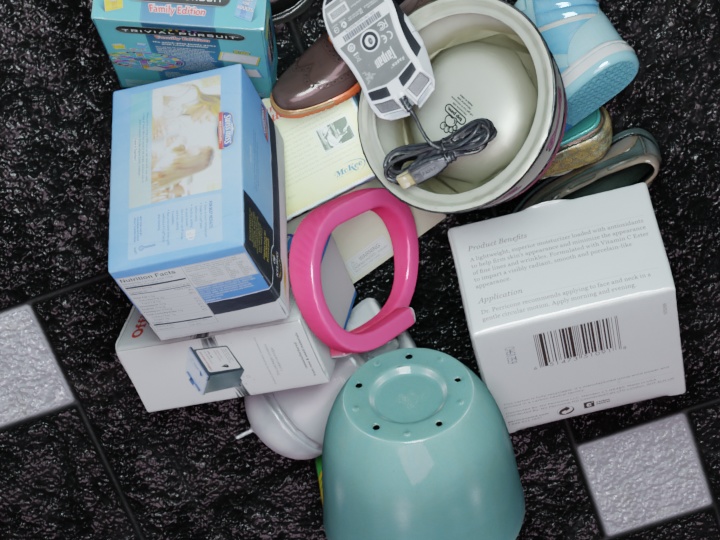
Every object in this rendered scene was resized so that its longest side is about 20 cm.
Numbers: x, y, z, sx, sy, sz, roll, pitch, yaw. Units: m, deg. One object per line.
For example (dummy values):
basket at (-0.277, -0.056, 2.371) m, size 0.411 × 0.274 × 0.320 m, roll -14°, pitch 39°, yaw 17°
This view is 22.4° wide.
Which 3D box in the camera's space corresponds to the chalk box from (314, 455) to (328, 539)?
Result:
chalk box at (0.038, 0.265, 1.857) m, size 0.123 × 0.201 × 0.125 m, roll -22°, pitch 131°, yaw 8°

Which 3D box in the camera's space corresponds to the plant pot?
plant pot at (0.054, 0.173, 1.724) m, size 0.198 × 0.202 × 0.162 m, roll -6°, pitch 130°, yaw 2°

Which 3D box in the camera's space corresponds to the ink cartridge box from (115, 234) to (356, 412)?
ink cartridge box at (-0.119, 0.049, 1.769) m, size 0.198 × 0.147 × 0.086 m, roll -12°, pitch 123°, yaw 22°

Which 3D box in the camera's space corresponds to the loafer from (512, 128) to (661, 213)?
loafer at (0.214, -0.062, 1.796) m, size 0.200 × 0.063 × 0.072 m, roll -42°, pitch 109°, yaw 16°

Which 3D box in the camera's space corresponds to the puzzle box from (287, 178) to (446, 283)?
puzzle box at (-0.031, -0.050, 1.817) m, size 0.199 × 0.025 × 0.133 m, roll -35°, pitch 111°, yaw 14°

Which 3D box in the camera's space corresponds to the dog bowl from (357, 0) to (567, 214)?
dog bowl at (0.100, -0.145, 1.652) m, size 0.198 × 0.074 × 0.202 m, roll -5°, pitch 80°, yaw 28°

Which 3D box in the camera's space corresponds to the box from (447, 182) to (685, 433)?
box at (0.203, 0.040, 1.766) m, size 0.197 × 0.132 × 0.201 m, roll -13°, pitch 145°, yaw 5°

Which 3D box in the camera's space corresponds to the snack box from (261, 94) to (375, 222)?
snack box at (-0.082, -0.106, 1.761) m, size 0.199 × 0.037 × 0.117 m, roll -26°, pitch 89°, yaw 11°

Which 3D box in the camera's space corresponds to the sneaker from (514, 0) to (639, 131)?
sneaker at (0.157, -0.191, 1.716) m, size 0.199 × 0.131 × 0.079 m, roll -32°, pitch 155°, yaw 20°

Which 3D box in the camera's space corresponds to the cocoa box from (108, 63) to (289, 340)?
cocoa box at (-0.145, -0.062, 1.646) m, size 0.132 × 0.202 × 0.131 m, roll -11°, pitch 148°, yaw 12°

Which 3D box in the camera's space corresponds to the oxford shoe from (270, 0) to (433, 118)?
oxford shoe at (-0.009, -0.221, 1.689) m, size 0.200 × 0.071 × 0.073 m, roll -40°, pitch 146°, yaw -4°

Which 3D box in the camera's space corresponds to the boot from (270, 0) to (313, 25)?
boot at (-0.143, -0.281, 1.628) m, size 0.209 × 0.158 × 0.080 m, roll -1°, pitch 75°, yaw 0°

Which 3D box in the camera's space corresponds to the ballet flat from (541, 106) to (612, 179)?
ballet flat at (0.154, -0.106, 1.779) m, size 0.198 × 0.071 × 0.071 m, roll -20°, pitch 114°, yaw 10°

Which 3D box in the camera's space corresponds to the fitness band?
fitness band at (0.000, 0.000, 1.724) m, size 0.037 × 0.200 × 0.145 m, roll -4°, pitch 104°, yaw 33°

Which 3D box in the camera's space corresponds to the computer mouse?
computer mouse at (0.035, -0.177, 1.619) m, size 0.109 × 0.044 × 0.201 m, roll -31°, pitch 80°, yaw 27°

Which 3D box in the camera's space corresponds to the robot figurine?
robot figurine at (-0.038, 0.114, 1.845) m, size 0.200 × 0.113 × 0.169 m, roll -39°, pitch 144°, yaw 16°

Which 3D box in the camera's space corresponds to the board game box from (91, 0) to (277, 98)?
board game box at (-0.154, -0.212, 1.646) m, size 0.149 × 0.200 × 0.047 m, roll 4°, pitch 78°, yaw 0°
